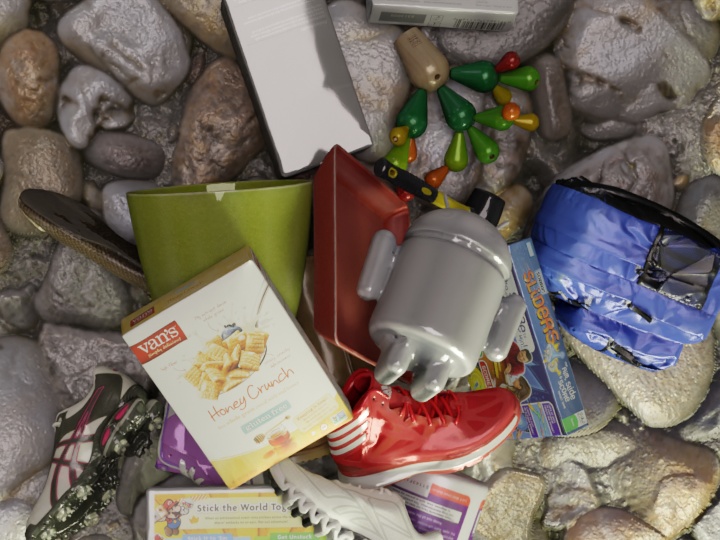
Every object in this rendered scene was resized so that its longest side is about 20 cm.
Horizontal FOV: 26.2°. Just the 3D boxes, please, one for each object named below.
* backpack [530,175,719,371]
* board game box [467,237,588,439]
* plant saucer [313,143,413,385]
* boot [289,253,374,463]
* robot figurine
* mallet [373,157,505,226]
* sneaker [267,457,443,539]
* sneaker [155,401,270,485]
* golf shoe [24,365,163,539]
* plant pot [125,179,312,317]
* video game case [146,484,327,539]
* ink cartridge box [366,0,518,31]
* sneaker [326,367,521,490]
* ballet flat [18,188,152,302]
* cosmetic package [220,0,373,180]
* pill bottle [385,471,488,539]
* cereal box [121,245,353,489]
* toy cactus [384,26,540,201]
[{"bbox_3d":[0.267,0.000,1.614,0.198,0.162,0.169,26,89,-7],"label":"backpack"},{"bbox_3d":[0.154,0.075,1.611,0.034,0.135,0.202,-19,93,-34],"label":"board game box"},{"bbox_3d":[0.000,0.000,1.560,0.036,0.199,0.203,-7,72,22],"label":"plant saucer"},{"bbox_3d":[-0.051,0.087,1.610,0.174,0.066,0.202,-16,93,-35],"label":"boot"},{"bbox_3d":[0.078,0.024,1.508,0.168,0.113,0.202,27,70,-9],"label":"robot figurine"},{"bbox_3d":[0.076,-0.066,1.600,0.199,0.041,0.067,14,97,-47],"label":"mallet"},{"bbox_3d":[-0.005,0.240,1.527,0.199,0.075,0.081,39,77,-6],"label":"sneaker"},{"bbox_3d":[-0.151,0.218,1.612,0.113,0.073,0.203,-15,86,2],"label":"sneaker"},{"bbox_3d":[-0.287,0.195,1.598,0.088,0.077,0.201,39,93,26],"label":"golf shoe"},{"bbox_3d":[-0.132,0.017,1.535,0.185,0.187,0.203,-4,96,-7],"label":"plant pot"},{"bbox_3d":[-0.116,0.308,1.555,0.197,0.023,0.185,0,89,-7],"label":"video game case"},{"bbox_3d":[0.086,-0.360,1.663,0.158,0.047,0.202,2,72,-7],"label":"ink cartridge box"},{"bbox_3d":[0.058,0.142,1.536,0.198,0.079,0.116,-24,127,-3],"label":"sneaker"},{"bbox_3d":[-0.268,-0.021,1.604,0.199,0.068,0.047,29,119,-9],"label":"ballet flat"},{"bbox_3d":[-0.068,-0.204,1.614,0.106,0.090,0.202,-17,94,-7],"label":"cosmetic package"},{"bbox_3d":[0.051,0.300,1.608,0.110,0.111,0.202,20,87,-6],"label":"pill bottle"},{"bbox_3d":[-0.115,0.094,1.462,0.143,0.040,0.201,-30,116,4],"label":"cereal box"},{"bbox_3d":[0.090,-0.182,1.637,0.199,0.102,0.166,-35,84,2],"label":"toy cactus"}]
